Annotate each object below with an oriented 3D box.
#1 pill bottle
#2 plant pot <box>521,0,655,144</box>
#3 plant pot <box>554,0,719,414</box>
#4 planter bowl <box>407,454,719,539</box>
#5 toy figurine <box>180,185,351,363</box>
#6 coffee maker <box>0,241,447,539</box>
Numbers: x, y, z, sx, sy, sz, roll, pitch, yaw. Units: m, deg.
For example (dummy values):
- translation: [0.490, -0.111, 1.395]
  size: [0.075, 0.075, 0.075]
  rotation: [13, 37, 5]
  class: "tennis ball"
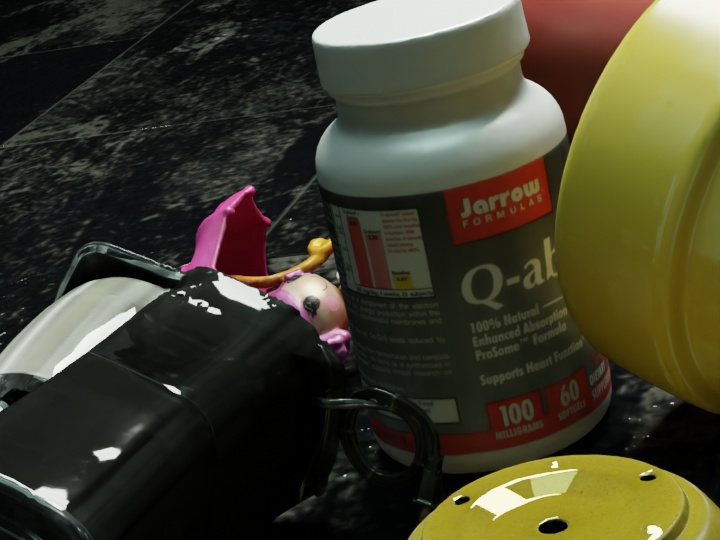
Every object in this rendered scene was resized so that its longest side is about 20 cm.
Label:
- translation: [0.043, -0.020, 0.933]
  size: [0.115, 0.201, 0.116]
  rotation: [-11, 19, 4]
  class: "pill bottle"
- translation: [0.174, -0.163, 1.300]
  size: [0.177, 0.201, 0.200]
  rotation: [13, 30, 35]
  class: "plant pot"
- translation: [0.215, -0.016, 0.854]
  size: [0.200, 0.202, 0.189]
  rotation: [-25, 37, -33]
  class: "plant pot"
- translation: [0.072, 0.119, 0.703]
  size: [0.199, 0.084, 0.201]
  rotation: [-11, 18, 4]
  class: "planter bowl"
- translation: [0.000, 0.000, 1.078]
  size: [0.183, 0.150, 0.200]
  rotation: [-29, 46, -6]
  class: "toy figurine"
- translation: [-0.094, 0.085, 0.825]
  size: [0.191, 0.135, 0.200]
  rotation: [-2, 22, 26]
  class: "coffee maker"
